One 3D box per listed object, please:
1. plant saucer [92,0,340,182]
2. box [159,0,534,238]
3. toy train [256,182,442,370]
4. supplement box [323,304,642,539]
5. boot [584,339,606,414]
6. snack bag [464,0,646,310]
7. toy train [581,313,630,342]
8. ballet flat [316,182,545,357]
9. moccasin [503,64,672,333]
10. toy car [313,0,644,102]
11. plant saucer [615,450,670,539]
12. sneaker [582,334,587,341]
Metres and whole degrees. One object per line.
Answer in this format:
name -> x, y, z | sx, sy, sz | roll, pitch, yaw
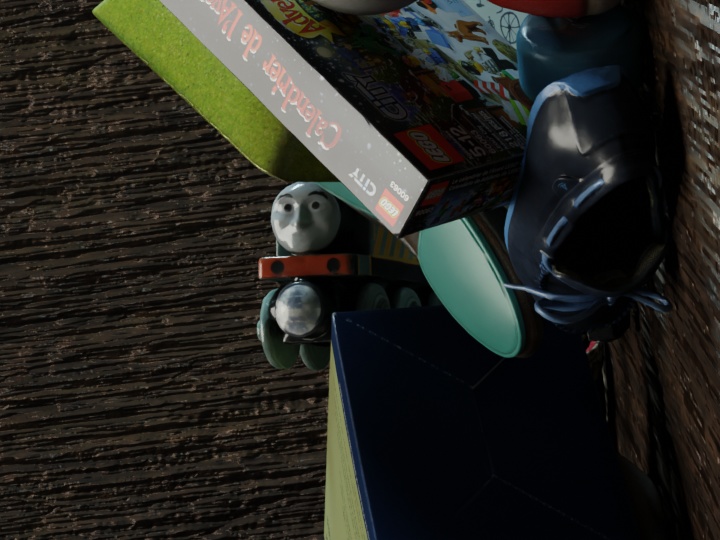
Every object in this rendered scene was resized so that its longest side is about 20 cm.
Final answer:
plant saucer -> -0.009, -0.113, 1.285 | 0.200, 0.199, 0.048 | 44, 125, 44
box -> 0.004, -0.105, 1.180 | 0.200, 0.136, 0.038 | 45, 127, 23
toy train -> 0.000, 0.000, 1.410 | 0.200, 0.085, 0.114 | 7, -100, -67
supplement box -> 0.059, 0.156, 1.307 | 0.200, 0.134, 0.200 | -101, 10, -48
boot -> 0.131, 0.073, 1.691 | 0.204, 0.073, 0.154 | -107, 10, -59
snack bag -> 0.085, -0.077, 1.348 | 0.188, 0.021, 0.201 | 1, 99, 59
toy train -> 0.129, -0.059, 1.383 | 0.046, 0.034, 0.201 | 2, -100, -69
ballet flat -> 0.045, -0.035, 1.286 | 0.200, 0.068, 0.068 | 45, 142, 28
moccasin -> 0.105, -0.014, 1.139 | 0.200, 0.080, 0.068 | 73, 176, -61
toy car -> 0.026, -0.181, 1.152 | 0.177, 0.199, 0.185 | -95, -2, -53
plant saucer -> 0.154, 0.191, 1.355 | 0.200, 0.037, 0.201 | -6, -90, -88
sneaker -> 0.114, 0.015, 1.476 | 0.200, 0.070, 0.078 | 49, -145, -71
